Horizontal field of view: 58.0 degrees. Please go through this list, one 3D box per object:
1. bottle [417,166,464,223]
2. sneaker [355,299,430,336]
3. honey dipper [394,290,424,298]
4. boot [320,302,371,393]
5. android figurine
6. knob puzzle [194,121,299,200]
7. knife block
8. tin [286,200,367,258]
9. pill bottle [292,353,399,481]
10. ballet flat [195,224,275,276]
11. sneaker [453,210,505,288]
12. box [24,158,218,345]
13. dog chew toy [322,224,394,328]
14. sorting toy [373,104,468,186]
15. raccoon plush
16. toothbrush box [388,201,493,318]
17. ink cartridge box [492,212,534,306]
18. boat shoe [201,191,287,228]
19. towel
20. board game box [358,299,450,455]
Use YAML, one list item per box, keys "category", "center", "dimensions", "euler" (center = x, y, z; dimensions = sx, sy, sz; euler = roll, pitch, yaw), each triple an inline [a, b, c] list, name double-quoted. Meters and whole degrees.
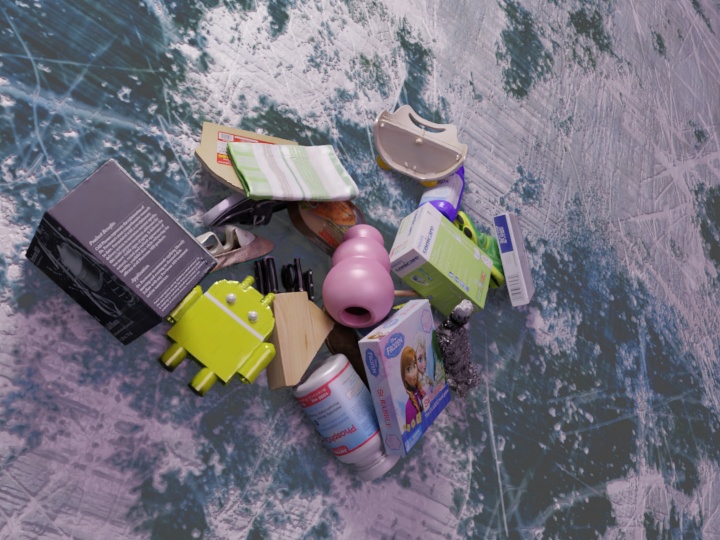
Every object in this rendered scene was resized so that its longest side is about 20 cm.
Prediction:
- category: "bottle"
  center: [0.183, -0.183, 1.402]
  dimensions: [0.065, 0.083, 0.201]
  euler: [49, 47, -36]
- category: "sneaker"
  center: [0.066, 0.107, 1.213]
  dimensions: [0.199, 0.074, 0.083]
  euler: [-8, 106, -49]
- category: "honey dipper"
  center: [0.056, 0.046, 1.273]
  dimensions: [0.199, 0.038, 0.038]
  euler: [0, 74, -39]
- category: "boot"
  center: [-0.009, 0.142, 1.166]
  dimensions: [0.073, 0.075, 0.201]
  euler: [-18, 84, -39]
- category: "android figurine"
  center: [-0.218, 0.096, 1.028]
  dimensions: [0.182, 0.041, 0.200]
  euler: [39, 65, 5]
- category: "knob puzzle"
  center: [-0.187, -0.176, 1.116]
  dimensions: [0.219, 0.031, 0.220]
  euler: [15, 37, -12]
- category: "knife block"
  center: [-0.140, 0.076, 1.105]
  dimensions: [0.175, 0.064, 0.200]
  euler: [43, 56, -15]
- category: "tin"
  center: [-0.059, -0.094, 1.204]
  dimensions: [0.200, 0.042, 0.112]
  euler: [40, 50, -39]
- category: "pill bottle"
  center: [-0.020, 0.251, 1.101]
  dimensions: [0.109, 0.109, 0.200]
  euler: [-37, 96, -37]
- category: "ballet flat"
  center: [-0.226, -0.036, 1.073]
  dimensions: [0.200, 0.068, 0.068]
  euler: [-25, 120, -39]
- category: "sneaker"
  center: [0.254, -0.051, 1.421]
  dimensions: [0.200, 0.074, 0.084]
  euler: [53, 44, -22]
- category: "box"
  center: [-0.338, -0.017, 0.912]
  dimensions: [0.197, 0.200, 0.124]
  euler: [47, 55, -12]
- category: "dog chew toy"
  center: [0.000, 0.000, 1.142]
  dimensions: [0.124, 0.124, 0.201]
  euler: [28, 45, -25]
- category: "sorting toy"
  center: [0.131, -0.286, 1.390]
  dimensions: [0.199, 0.107, 0.180]
  euler: [23, 46, 0]
- category: "raccoon plush"
  center: [0.189, 0.160, 1.231]
  dimensions: [0.097, 0.200, 0.134]
  euler: [-34, 74, -21]
- category: "toothbrush box"
  center: [0.165, -0.015, 1.319]
  dimensions: [0.200, 0.086, 0.146]
  euler: [40, 44, -19]
- category: "ink cartridge box"
  center: [0.342, -0.030, 1.444]
  dimensions: [0.200, 0.040, 0.201]
  euler: [-13, 90, -70]
- category: "boat shoe"
  center: [-0.184, -0.108, 1.137]
  dimensions: [0.200, 0.072, 0.068]
  euler: [-32, 92, -45]
- category: "towel"
  center: [-0.113, -0.171, 1.099]
  dimensions: [0.199, 0.031, 0.149]
  euler: [-3, 43, -31]
- category: "board game box"
  center: [0.082, 0.176, 1.112]
  dimensions: [0.200, 0.041, 0.201]
  euler: [-32, 111, -56]
